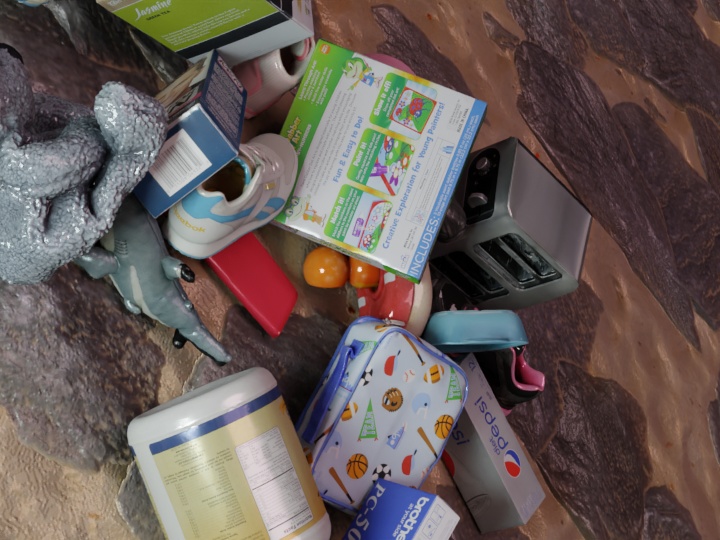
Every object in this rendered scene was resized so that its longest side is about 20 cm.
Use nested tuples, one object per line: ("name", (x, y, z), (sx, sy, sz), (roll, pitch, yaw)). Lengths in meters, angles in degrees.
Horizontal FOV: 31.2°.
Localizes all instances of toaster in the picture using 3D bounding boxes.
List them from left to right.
("toaster", (0.168, -0.046, 1.570), (0.199, 0.179, 0.120), (39, 52, -32))

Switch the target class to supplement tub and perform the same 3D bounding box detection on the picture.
("supplement tub", (-0.111, 0.203, 1.152), (0.144, 0.143, 0.203), (-23, 92, -51))

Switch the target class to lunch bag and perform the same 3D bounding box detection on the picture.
("lunch bag", (0.015, 0.150, 1.323), (0.159, 0.075, 0.202), (33, 81, -34))

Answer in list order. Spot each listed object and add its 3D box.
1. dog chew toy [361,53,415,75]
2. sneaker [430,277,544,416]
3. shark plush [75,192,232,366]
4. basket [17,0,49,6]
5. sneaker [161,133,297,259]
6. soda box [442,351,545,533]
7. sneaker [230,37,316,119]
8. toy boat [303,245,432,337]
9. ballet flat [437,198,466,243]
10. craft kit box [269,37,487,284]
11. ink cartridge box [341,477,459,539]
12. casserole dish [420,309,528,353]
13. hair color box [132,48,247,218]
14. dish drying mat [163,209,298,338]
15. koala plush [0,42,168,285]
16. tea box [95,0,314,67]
("dog chew toy", (-0.008, -0.158, 1.460), (0.125, 0.124, 0.200), (55, 49, -17))
("sneaker", (0.154, 0.085, 1.561), (0.201, 0.095, 0.079), (53, 43, -17))
("shark plush", (-0.188, 0.011, 1.191), (0.091, 0.083, 0.202), (-35, 101, -51))
("basket", (-0.283, -0.333, 1.134), (0.138, 0.199, 0.179), (15, 62, -38))
("sneaker", (-0.112, -0.087, 1.258), (0.076, 0.081, 0.200), (35, 39, 4))
("soda box", (0.136, 0.202, 1.507), (0.063, 0.068, 0.202), (-38, 105, -50))
("sneaker", (-0.090, -0.268, 1.417), (0.075, 0.104, 0.203), (29, 52, -36))
("toy boat", (0.000, 0.000, 1.416), (0.129, 0.131, 0.203), (-2, 73, -19))
("ballet flat", (0.071, -0.095, 1.491), (0.200, 0.066, 0.057), (50, -16, 57))
("craft kit box", (0.009, -0.115, 1.357), (0.195, 0.049, 0.203), (22, 84, 5))
("ink cartridge box", (0.007, 0.301, 1.234), (0.044, 0.093, 0.201), (46, 66, -31))
("casserole dish", (0.114, 0.069, 1.443), (0.119, 0.200, 0.040), (0, 83, -11))
("hair color box", (-0.163, -0.133, 1.207), (0.061, 0.099, 0.201), (51, 12, -19))
("dish drying mat", (-0.137, -0.025, 1.323), (0.201, 0.018, 0.077), (51, 41, -21))
("koala plush", (-0.297, -0.110, 1.054), (0.200, 0.176, 0.186), (41, 66, -35))
("tea box", (-0.154, -0.332, 1.260), (0.196, 0.132, 0.203), (27, 53, -59))
